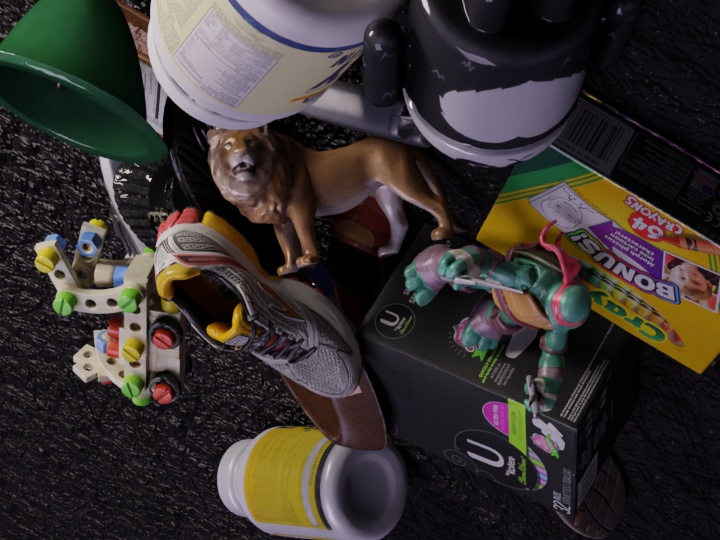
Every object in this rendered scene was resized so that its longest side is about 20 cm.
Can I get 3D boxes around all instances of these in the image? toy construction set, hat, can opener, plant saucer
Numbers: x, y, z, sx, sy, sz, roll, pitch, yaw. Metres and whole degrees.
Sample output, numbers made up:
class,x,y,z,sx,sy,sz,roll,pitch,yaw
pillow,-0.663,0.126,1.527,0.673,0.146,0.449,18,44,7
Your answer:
class,x,y,z,sx,sy,sz,roll,pitch,yaw
toy construction set,-0.210,0.049,1.814,0.130,0.093,0.201,11,144,7
hat,-0.198,-0.203,1.586,0.165,0.177,0.200,13,163,30
can opener,0.037,-0.127,1.539,0.199,0.067,0.053,18,-177,41
plant saucer,-0.044,0.070,1.758,0.201,0.034,0.201,54,164,23

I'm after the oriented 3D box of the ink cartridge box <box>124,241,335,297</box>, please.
class,x,y,z,sx,sy,sz,roll,pitch,yaw
ink cartridge box,-0.119,-0.001,1.906,0.199,0.044,0.094,-3,137,47

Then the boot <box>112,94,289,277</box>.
class,x,y,z,sx,sy,sz,roll,pitch,yaw
boot,-0.142,-0.082,1.686,0.157,0.079,0.212,28,140,48

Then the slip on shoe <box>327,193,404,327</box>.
class,x,y,z,sx,sy,sz,roll,pitch,yaw
slip on shoe,0.000,0.000,1.763,0.074,0.061,0.200,25,153,11

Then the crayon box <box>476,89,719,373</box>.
class,x,y,z,sx,sy,sz,roll,pitch,yaw
crayon box,0.198,-0.026,1.507,0.199,0.058,0.173,31,153,4

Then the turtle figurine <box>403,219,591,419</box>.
class,x,y,z,sx,sy,sz,roll,pitch,yaw
turtle figurine,0.113,0.029,1.522,0.150,0.100,0.200,59,164,-16

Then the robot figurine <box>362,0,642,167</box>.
class,x,y,z,sx,sy,sz,roll,pitch,yaw
robot figurine,0.090,-0.149,1.343,0.149,0.125,0.200,25,154,8

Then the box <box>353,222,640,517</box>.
class,x,y,z,sx,sy,sz,roll,pitch,yaw
box,0.112,0.081,1.704,0.199,0.125,0.149,24,150,19

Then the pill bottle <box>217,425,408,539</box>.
class,x,y,z,sx,sy,sz,roll,pitch,yaw
pill bottle,-0.054,0.214,2.115,0.199,0.112,0.112,-2,137,48

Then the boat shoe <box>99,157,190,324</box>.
class,x,y,z,sx,sy,sz,roll,pitch,yaw
boat shoe,-0.188,-0.044,1.842,0.066,0.070,0.201,-3,119,48

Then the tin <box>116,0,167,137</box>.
class,x,y,z,sx,sy,sz,roll,pitch,yaw
tin,-0.184,-0.165,1.718,0.199,0.042,0.112,30,157,7

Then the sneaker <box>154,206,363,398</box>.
class,x,y,z,sx,sy,sz,roll,pitch,yaw
sneaker,-0.084,0.042,1.621,0.199,0.082,0.078,36,124,-18

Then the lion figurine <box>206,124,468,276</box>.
class,x,y,z,sx,sy,sz,roll,pitch,yaw
lion figurine,-0.018,-0.068,1.609,0.072,0.198,0.124,156,103,-67

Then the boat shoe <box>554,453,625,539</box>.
class,x,y,z,sx,sy,sz,roll,pitch,yaw
boat shoe,0.164,0.163,1.852,0.200,0.076,0.072,49,165,-32

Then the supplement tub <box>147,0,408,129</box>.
class,x,y,z,sx,sy,sz,roll,pitch,yaw
supplement tub,-0.060,-0.188,1.424,0.145,0.145,0.200,37,153,-8
